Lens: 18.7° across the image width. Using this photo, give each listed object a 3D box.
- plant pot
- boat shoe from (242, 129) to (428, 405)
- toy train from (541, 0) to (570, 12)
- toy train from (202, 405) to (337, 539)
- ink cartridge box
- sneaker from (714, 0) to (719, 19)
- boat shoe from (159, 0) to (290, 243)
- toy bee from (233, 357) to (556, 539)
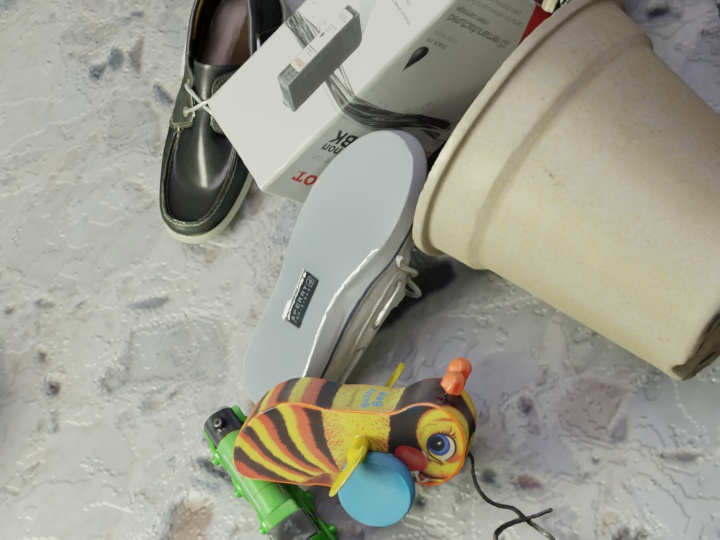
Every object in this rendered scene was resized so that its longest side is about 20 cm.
[{"bbox_3d":[0.164,-0.037,1.325,0.183,0.200,0.201,39,84,17],"label":"plant pot"},{"bbox_3d":[0.003,0.003,1.389,0.075,0.086,0.202,36,111,34],"label":"boat shoe"},{"bbox_3d":[0.150,-0.204,1.404,0.046,0.200,0.034,28,119,7],"label":"toy train"},{"bbox_3d":[-0.042,0.161,1.370,0.042,0.056,0.200,-38,61,0],"label":"toy train"},{"bbox_3d":[0.024,-0.128,1.392,0.200,0.144,0.084,-43,59,21],"label":"ink cartridge box"},{"bbox_3d":[0.249,-0.160,1.363,0.077,0.085,0.200,-26,40,18],"label":"sneaker"},{"bbox_3d":[-0.104,-0.117,1.508,0.072,0.068,0.200,7,71,20],"label":"boat shoe"},{"bbox_3d":[0.027,0.094,1.329,0.200,0.109,0.131,5,28,-11],"label":"toy bee"}]
